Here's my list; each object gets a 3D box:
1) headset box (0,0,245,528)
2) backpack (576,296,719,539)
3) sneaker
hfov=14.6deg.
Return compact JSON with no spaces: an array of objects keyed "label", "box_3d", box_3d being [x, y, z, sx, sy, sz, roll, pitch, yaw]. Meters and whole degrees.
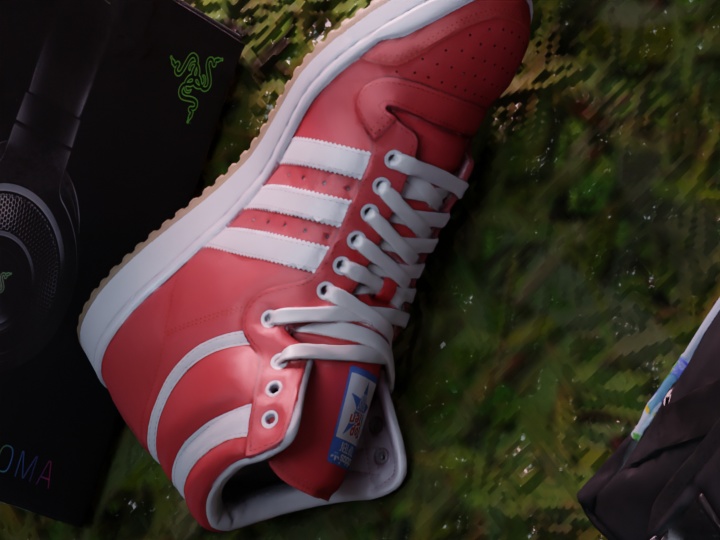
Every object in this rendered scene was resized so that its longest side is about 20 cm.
[{"label":"headset box","box_3d":[-0.146,-0.034,0.959,0.093,0.174,0.201,12,80,37]},{"label":"backpack","box_3d":[0.177,0.020,0.750,0.163,0.153,0.201,37,118,39]},{"label":"sneaker","box_3d":[0.000,0.000,0.910,0.200,0.071,0.113,-46,52,19]}]
